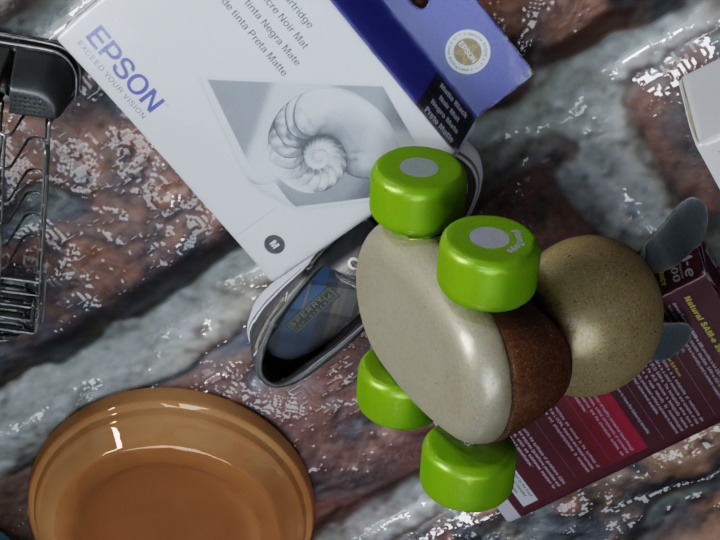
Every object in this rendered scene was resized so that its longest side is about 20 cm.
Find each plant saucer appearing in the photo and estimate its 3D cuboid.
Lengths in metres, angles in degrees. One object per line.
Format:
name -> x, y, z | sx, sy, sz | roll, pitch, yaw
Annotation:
plant saucer -> -0.130, 0.170, 1.261 | 0.198, 0.038, 0.202 | 0, 122, 1

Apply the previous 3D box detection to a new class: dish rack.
dish rack -> -0.252, -0.048, 1.113 | 0.152, 0.055, 0.201 | 8, 124, -3

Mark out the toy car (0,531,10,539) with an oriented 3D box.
toy car -> -0.196, 0.279, 1.245 | 0.198, 0.185, 0.178 | -6, 123, 3

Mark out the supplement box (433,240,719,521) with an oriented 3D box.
supplement box -> 0.152, 0.068, 1.177 | 0.199, 0.061, 0.109 | -27, 118, 18

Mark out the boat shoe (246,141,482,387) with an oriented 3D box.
boat shoe -> 0.000, 0.000, 1.131 | 0.070, 0.066, 0.200 | 40, 115, -22

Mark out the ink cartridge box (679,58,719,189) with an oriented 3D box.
ink cartridge box -> 0.297, -0.049, 1.086 | 0.145, 0.084, 0.201 | -26, 120, 17

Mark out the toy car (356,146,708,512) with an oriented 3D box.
toy car -> 0.111, 0.018, 1.062 | 0.198, 0.158, 0.166 | -13, 126, -24

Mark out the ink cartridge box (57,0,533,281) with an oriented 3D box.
ink cartridge box -> -0.036, -0.121, 1.055 | 0.199, 0.041, 0.200 | -36, 108, 20
